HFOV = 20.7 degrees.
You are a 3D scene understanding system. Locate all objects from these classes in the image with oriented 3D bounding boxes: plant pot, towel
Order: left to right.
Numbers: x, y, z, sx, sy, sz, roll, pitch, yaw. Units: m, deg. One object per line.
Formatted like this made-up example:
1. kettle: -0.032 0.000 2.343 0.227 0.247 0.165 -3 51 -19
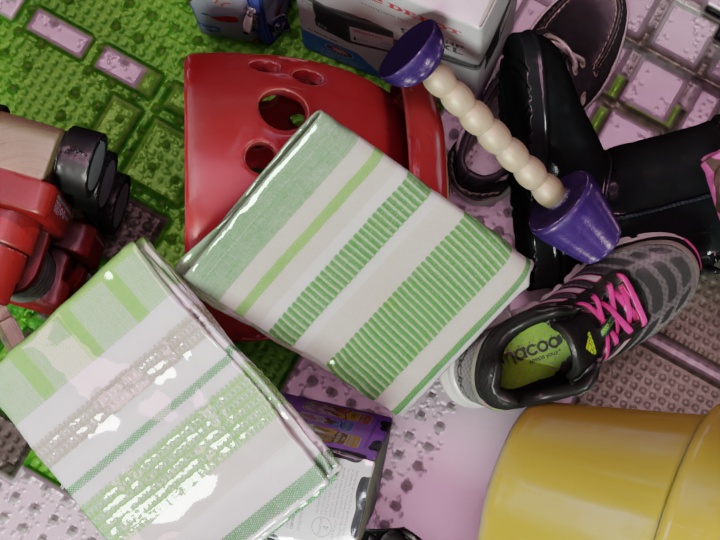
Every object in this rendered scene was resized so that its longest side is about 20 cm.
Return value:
1. towel: -0.128 0.100 1.244 0.149 0.031 0.200 -41 89 6
2. plant pot: -0.035 -0.053 1.368 0.181 0.200 0.202 -3 78 -4
3. towel: 0.000 0.000 1.280 0.200 0.023 0.153 33 112 -28
4. plant pot: 0.188 0.174 1.325 0.188 0.201 0.202 17 79 21

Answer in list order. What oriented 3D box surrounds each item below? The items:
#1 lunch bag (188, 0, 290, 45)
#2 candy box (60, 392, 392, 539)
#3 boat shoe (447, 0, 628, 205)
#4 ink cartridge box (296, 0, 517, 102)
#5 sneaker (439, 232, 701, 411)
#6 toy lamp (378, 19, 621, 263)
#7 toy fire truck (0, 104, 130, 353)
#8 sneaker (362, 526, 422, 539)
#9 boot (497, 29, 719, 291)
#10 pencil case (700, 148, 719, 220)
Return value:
1. lunch bag: -0.075 -0.266 1.431 0.075 0.160 0.201 11 78 4
2. candy box: -0.086 0.124 1.341 0.199 0.168 0.072 13 96 4
3. boat shoe: 0.133 -0.137 1.449 0.074 0.060 0.200 39 82 7
4. ink cartridge box: 0.033 -0.199 1.393 0.145 0.200 0.084 24 79 6
5. sneaker: 0.152 0.041 1.336 0.199 0.087 0.074 -26 104 -7
6. toy lamp: 0.098 -0.080 1.309 0.200 0.058 0.058 41 81 -21
7. toy fire truck: -0.227 0.006 1.370 0.128 0.176 0.201 16 79 4
8. sneaker: 0.045 0.218 1.326 0.104 0.200 0.060 40 73 -17
9. boot: 0.187 -0.080 1.395 0.162 0.073 0.199 -9 102 -11
10. pencil case: 0.309 -0.003 1.347 0.093 0.091 0.201 -20 86 -6
